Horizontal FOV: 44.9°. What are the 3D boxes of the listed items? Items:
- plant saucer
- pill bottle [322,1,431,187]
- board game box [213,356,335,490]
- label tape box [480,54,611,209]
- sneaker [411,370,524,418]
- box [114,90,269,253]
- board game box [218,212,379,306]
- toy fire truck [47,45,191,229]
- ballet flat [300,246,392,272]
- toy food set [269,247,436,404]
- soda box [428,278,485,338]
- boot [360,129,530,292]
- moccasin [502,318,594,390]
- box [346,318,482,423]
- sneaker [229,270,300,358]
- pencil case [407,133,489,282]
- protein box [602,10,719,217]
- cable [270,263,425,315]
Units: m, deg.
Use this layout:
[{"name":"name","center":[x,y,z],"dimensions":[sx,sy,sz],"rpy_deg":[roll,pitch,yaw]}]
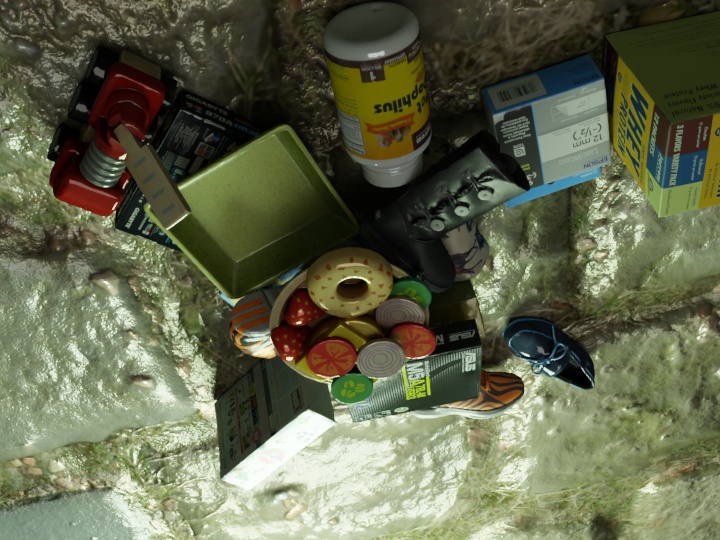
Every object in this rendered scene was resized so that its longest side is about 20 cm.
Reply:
[{"name":"plant saucer","center":[-0.129,-0.076,1.065],"dimensions":[0.199,0.048,0.200],"rpy_deg":[-28,134,9]},{"name":"pill bottle","center":[0.025,-0.199,1.016],"dimensions":[0.108,0.110,0.201],"rpy_deg":[-13,133,0]},{"name":"board game box","center":[-0.136,0.216,1.333],"dimensions":[0.200,0.148,0.064],"rpy_deg":[-41,130,24]},{"name":"label tape box","center":[0.246,-0.161,1.129],"dimensions":[0.142,0.066,0.201],"rpy_deg":[-18,131,4]},{"name":"sneaker","center":[0.169,0.179,1.401],"dimensions":[0.198,0.078,0.113],"rpy_deg":[-8,134,-5]},{"name":"box","center":[-0.196,-0.108,1.093],"dimensions":[0.158,0.046,0.200],"rpy_deg":[20,125,-27]},{"name":"board game box","center":[-0.064,0.015,1.227],"dimensions":[0.195,0.056,0.200],"rpy_deg":[-35,130,18]},{"name":"toy fire truck","center":[-0.265,-0.118,0.964],"dimensions":[0.128,0.201,0.176],"rpy_deg":[22,124,-28]},{"name":"ballet flat","center":[0.000,0.000,1.138],"dimensions":[0.199,0.064,0.068],"rpy_deg":[8,120,-33]},{"name":"toy food set","center":[-0.008,0.066,1.032],"dimensions":[0.197,0.049,0.200],"rpy_deg":[34,115,-27]},{"name":"soda box","center":[0.068,0.074,1.211],"dimensions":[0.198,0.064,0.068],"rpy_deg":[-15,117,4]},{"name":"boot","center":[0.125,-0.066,1.074],"dimensions":[0.164,0.066,0.200],"rpy_deg":[31,127,-34]},{"name":"moccasin","center":[0.317,0.136,1.410],"dimensions":[0.199,0.068,0.081],"rpy_deg":[22,124,-28]},{"name":"box","center":[0.069,0.143,1.195],"dimensions":[0.191,0.048,0.200],"rpy_deg":[-10,152,1]},{"name":"sneaker","center":[-0.085,0.056,1.180],"dimensions":[0.199,0.078,0.112],"rpy_deg":[-15,157,-17]},{"name":"pencil case","center":[0.117,-0.082,1.165],"dimensions":[0.077,0.090,0.201],"rpy_deg":[2,138,26]},{"name":"protein box","center":[0.416,-0.195,1.041],"dimensions":[0.197,0.201,0.136],"rpy_deg":[-12,133,-1]},{"name":"cable","center":[-0.016,0.049,1.101],"dimensions":[0.198,0.051,0.164],"rpy_deg":[-7,145,-13]}]
